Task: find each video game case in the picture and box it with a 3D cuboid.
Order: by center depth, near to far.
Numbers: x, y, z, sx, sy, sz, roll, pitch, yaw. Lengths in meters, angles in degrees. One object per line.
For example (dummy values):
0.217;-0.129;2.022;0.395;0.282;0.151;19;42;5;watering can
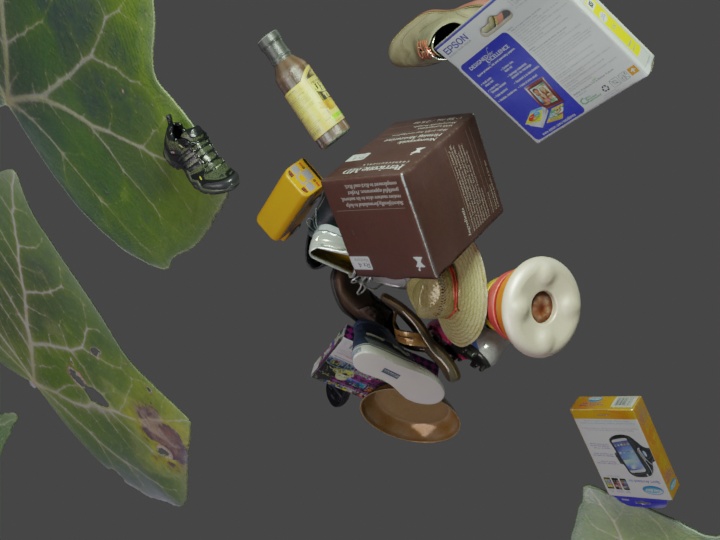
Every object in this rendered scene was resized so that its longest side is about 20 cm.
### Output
0.025;0.190;1.667;0.196;0.036;0.182;23;143;-11;video game case

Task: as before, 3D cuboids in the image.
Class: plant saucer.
0.097;0.265;1.677;0.195;0.036;0.202;10;144;7;plant saucer

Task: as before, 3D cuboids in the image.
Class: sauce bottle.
-0.095;-0.296;1.431;0.064;0.065;0.202;-25;102;51;sauce bottle

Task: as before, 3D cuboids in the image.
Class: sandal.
0.095;0.121;1.521;0.201;0.054;0.080;51;174;8;sandal

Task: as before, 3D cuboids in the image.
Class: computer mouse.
-0.029;0.212;1.819;0.059;0.034;0.202;50;140;27;computer mouse

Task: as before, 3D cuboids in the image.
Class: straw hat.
0.120;0.033;1.398;0.200;0.083;0.206;174;90;-70;straw hat

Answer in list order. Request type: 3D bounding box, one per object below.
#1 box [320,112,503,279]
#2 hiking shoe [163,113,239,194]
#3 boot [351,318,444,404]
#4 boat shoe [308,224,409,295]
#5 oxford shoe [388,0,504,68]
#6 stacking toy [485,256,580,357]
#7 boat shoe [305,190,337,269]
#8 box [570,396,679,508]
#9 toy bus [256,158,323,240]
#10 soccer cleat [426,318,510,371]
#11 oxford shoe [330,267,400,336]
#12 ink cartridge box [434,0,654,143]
0.081;-0.110;1.300;0.164;0.200;0.167;1;122;43;box
-0.315;-0.224;1.702;0.198;0.076;0.102;32;142;24;hiking shoe
0.070;0.158;1.556;0.198;0.091;0.073;33;124;-25;boot
0.001;-0.003;1.517;0.199;0.087;0.075;27;137;-5;boat shoe
0.100;-0.319;1.209;0.198;0.075;0.071;-11;113;48;oxford shoe
0.231;0.051;1.368;0.148;0.145;0.199;62;158;-16;stacking toy
-0.059;-0.076;1.580;0.074;0.062;0.202;38;139;17;boat shoe
0.430;0.294;1.416;0.118;0.041;0.203;-8;117;48;box
-0.131;-0.119;1.601;0.065;0.078;0.200;46;142;3;toy bus
0.187;0.111;1.492;0.070;0.086;0.199;54;167;-23;soccer cleat
0.018;0.065;1.617;0.083;0.073;0.201;-12;124;46;oxford shoe
0.226;-0.273;1.100;0.199;0.048;0.197;39;146;-16;ink cartridge box
